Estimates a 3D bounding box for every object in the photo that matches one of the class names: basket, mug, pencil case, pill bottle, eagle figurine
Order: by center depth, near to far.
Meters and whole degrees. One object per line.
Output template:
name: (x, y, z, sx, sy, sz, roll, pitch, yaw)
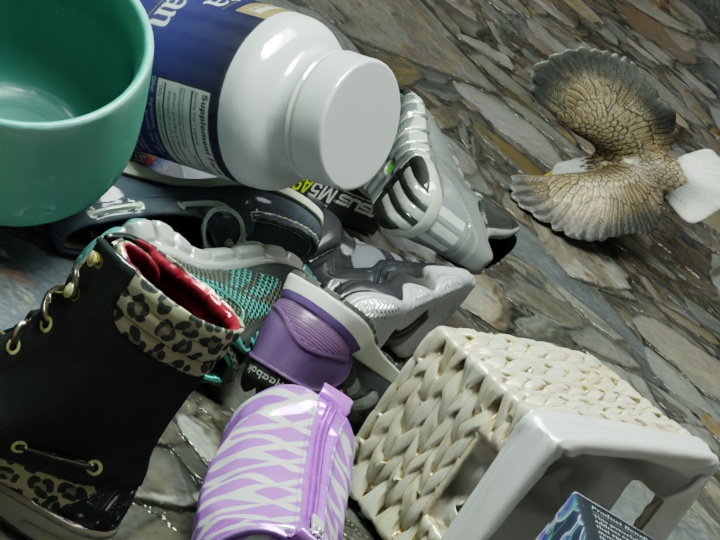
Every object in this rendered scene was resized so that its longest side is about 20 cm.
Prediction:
pencil case: (-0.045, 0.131, 1.450, 0.084, 0.086, 0.200, 32, 18, -11)
mug: (-0.220, -0.107, 1.606, 0.184, 0.115, 0.152, 18, 49, 2)
basket: (0.100, 0.121, 1.659, 0.123, 0.136, 0.200, 46, 20, 32)
pill bottle: (-0.078, -0.113, 1.686, 0.199, 0.112, 0.111, 18, 6, 33)
eagle figurine: (0.224, -0.097, 2.440, 0.152, 0.151, 0.200, 57, 14, 24)

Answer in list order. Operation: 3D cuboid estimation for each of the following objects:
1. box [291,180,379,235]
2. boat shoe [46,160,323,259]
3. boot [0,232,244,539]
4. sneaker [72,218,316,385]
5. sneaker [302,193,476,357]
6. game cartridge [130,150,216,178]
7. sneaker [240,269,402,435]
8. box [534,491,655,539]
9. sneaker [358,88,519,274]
box: (-0.073, -0.122, 2.073, 0.160, 0.044, 0.200, 22, 24, -40)
boat shoe: (-0.109, -0.026, 1.715, 0.199, 0.075, 0.062, 13, 44, -34)
boot: (-0.173, 0.032, 1.343, 0.203, 0.154, 0.074, 35, 18, -6)
sneaker: (-0.090, 0.033, 1.656, 0.199, 0.078, 0.092, 9, 49, -49)
sneaker: (0.000, 0.000, 1.858, 0.114, 0.076, 0.200, 45, 22, 15)
game cartridge: (-0.180, -0.108, 1.775, 0.199, 0.041, 0.134, 10, 52, -46)
sneaker: (-0.029, 0.073, 1.661, 0.076, 0.088, 0.200, 30, -10, 25)
box: (0.120, 0.237, 1.391, 0.107, 0.149, 0.200, 32, 19, -16)
sneaker: (0.059, -0.052, 1.977, 0.115, 0.075, 0.200, 35, 19, -20)
